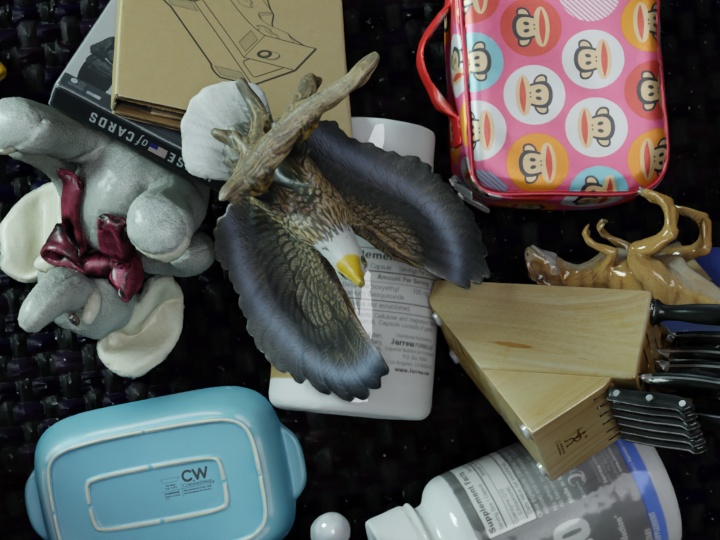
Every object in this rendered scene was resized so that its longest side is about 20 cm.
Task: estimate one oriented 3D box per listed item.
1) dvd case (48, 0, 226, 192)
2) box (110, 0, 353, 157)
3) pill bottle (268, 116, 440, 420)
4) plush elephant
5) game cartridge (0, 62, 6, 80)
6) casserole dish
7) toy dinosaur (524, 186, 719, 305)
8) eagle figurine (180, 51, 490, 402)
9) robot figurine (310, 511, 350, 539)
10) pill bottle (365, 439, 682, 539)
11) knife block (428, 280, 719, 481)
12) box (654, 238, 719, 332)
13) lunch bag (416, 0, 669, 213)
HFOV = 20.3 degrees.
[{"bbox_3d":[-0.110,-0.142,1.383,0.150,0.025,0.200,27,41,-4],"label":"dvd case"},{"bbox_3d":[-0.087,-0.162,1.377,0.163,0.021,0.201,12,44,-16],"label":"box"},{"bbox_3d":[0.000,0.000,1.399,0.114,0.114,0.201,5,84,-6],"label":"pill bottle"},{"bbox_3d":[-0.179,-0.016,1.367,0.164,0.200,0.155,33,104,12],"label":"plush elephant"},{"bbox_3d":[-0.379,-0.151,1.410,0.200,0.032,0.176,45,82,-2],"label":"game cartridge"},{"bbox_3d":[-0.137,0.150,1.387,0.199,0.039,0.122,-11,95,4],"label":"casserole dish"},{"bbox_3d":[0.214,0.006,1.398,0.199,0.060,0.107,16,85,30],"label":"toy dinosaur"},{"bbox_3d":[-0.022,-0.027,1.281,0.151,0.200,0.152,-9,56,21],"label":"eagle figurine"},{"bbox_3d":[-0.039,0.243,1.330,0.112,0.200,0.170,13,83,-5],"label":"robot figurine"},{"bbox_3d":[0.111,0.179,1.396,0.199,0.114,0.114,-23,88,-8],"label":"pill bottle"},{"bbox_3d":[0.165,0.047,1.336,0.175,0.064,0.200,-33,50,-7],"label":"knife block"},{"bbox_3d":[0.191,0.041,1.421,0.199,0.121,0.033,-22,129,-9],"label":"box"},{"bbox_3d":[0.127,-0.143,1.442,0.175,0.082,0.201,0,86,-6],"label":"lunch bag"}]
